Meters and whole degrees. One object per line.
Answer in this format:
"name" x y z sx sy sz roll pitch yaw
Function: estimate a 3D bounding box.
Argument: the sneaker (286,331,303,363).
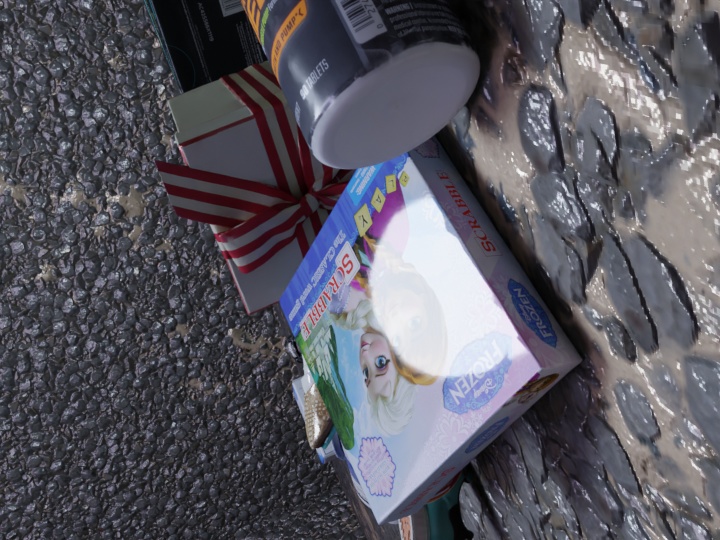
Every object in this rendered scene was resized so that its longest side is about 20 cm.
"sneaker" -0.099 0.150 1.491 0.200 0.096 0.072 178 71 -77

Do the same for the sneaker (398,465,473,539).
"sneaker" 0.078 0.206 0.817 0.072 0.078 0.204 113 156 -61

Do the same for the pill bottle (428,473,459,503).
"pill bottle" 0.051 0.140 0.680 0.201 0.111 0.114 88 157 -62

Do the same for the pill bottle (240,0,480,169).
"pill bottle" -0.019 -0.170 0.425 0.107 0.104 0.203 98 148 -70

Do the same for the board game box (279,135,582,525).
"board game box" 0.029 0.038 0.518 0.201 0.041 0.202 -56 51 39

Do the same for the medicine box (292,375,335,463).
"medicine box" -0.089 0.367 1.865 0.183 0.101 0.203 100 147 -71

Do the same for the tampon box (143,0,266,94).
"tampon box" -0.219 -0.350 0.997 0.201 0.124 0.152 -124 16 -49

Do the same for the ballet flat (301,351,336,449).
"ballet flat" -0.015 0.059 0.654 0.065 0.202 0.071 32 145 -4

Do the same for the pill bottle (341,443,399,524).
"pill bottle" 0.038 0.242 0.956 0.112 0.109 0.202 -124 15 -45

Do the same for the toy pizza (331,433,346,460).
"toy pizza" -0.021 0.150 0.997 0.200 0.031 0.205 3 -90 -75

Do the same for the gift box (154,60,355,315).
"gift box" -0.077 -0.095 0.658 0.202 0.182 0.187 66 173 -32
